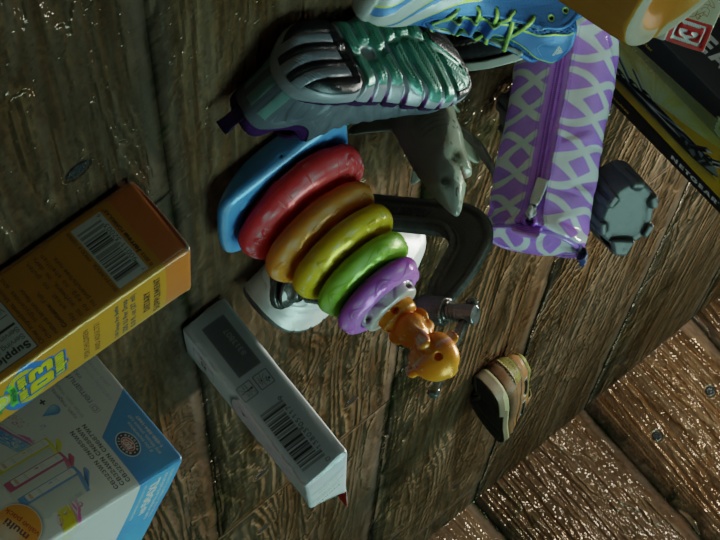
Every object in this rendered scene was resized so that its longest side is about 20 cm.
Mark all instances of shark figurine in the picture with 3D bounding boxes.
[{"bbox_3d":[0.037,-0.107,1.565,0.089,0.129,0.214,-18,-173,8],"label":"shark figurine"}]

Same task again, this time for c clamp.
[{"bbox_3d":[0.010,0.004,1.548,0.171,0.200,0.027,-56,140,-29],"label":"c clamp"}]

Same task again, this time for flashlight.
[{"bbox_3d":[0.174,-0.092,1.691,0.068,0.200,0.068,-40,123,2],"label":"flashlight"}]

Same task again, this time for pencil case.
[{"bbox_3d":[0.145,-0.106,1.605,0.085,0.084,0.201,39,59,-65],"label":"pencil case"}]

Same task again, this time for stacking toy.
[{"bbox_3d":[0.000,0.000,1.475,0.116,0.200,0.110,-39,165,-12],"label":"stacking toy"}]

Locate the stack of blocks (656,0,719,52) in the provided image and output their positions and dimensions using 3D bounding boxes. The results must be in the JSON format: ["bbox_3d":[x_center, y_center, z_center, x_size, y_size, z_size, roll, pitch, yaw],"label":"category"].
[{"bbox_3d":[0.205,-0.244,1.404,0.200,0.115,0.059,103,6,-55],"label":"stack of blocks"}]

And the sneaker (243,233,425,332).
[{"bbox_3d":[-0.005,-0.012,1.700,0.200,0.075,0.087,-24,153,-52],"label":"sneaker"}]

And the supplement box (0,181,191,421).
[{"bbox_3d":[-0.201,0.033,1.315,0.200,0.069,0.067,-35,162,-18],"label":"supplement box"}]

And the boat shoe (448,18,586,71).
[{"bbox_3d":[0.146,-0.207,1.535,0.200,0.060,0.074,-25,-152,-3],"label":"boat shoe"}]

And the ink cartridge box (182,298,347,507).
[{"bbox_3d":[-0.075,0.124,1.719,0.057,0.163,0.200,-36,165,-16],"label":"ink cartridge box"}]

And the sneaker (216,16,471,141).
[{"bbox_3d":[-0.011,-0.123,1.386,0.087,0.075,0.200,-34,162,33],"label":"sneaker"}]

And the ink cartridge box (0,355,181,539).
[{"bbox_3d":[-0.247,0.158,1.435,0.200,0.129,0.125,-31,162,-38],"label":"ink cartridge box"}]

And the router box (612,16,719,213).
[{"bbox_3d":[0.256,-0.154,1.698,0.052,0.200,0.157,-39,165,-14],"label":"router box"}]

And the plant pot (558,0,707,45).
[{"bbox_3d":[0.130,-0.231,1.170,0.200,0.183,0.200,-38,165,-12],"label":"plant pot"}]

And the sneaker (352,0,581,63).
[{"bbox_3d":[0.087,-0.179,1.370,0.200,0.105,0.076,-29,161,-43],"label":"sneaker"}]

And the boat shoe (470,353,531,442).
[{"bbox_3d":[0.189,0.164,2.722,0.068,0.072,0.200,-37,165,-12],"label":"boat shoe"}]
